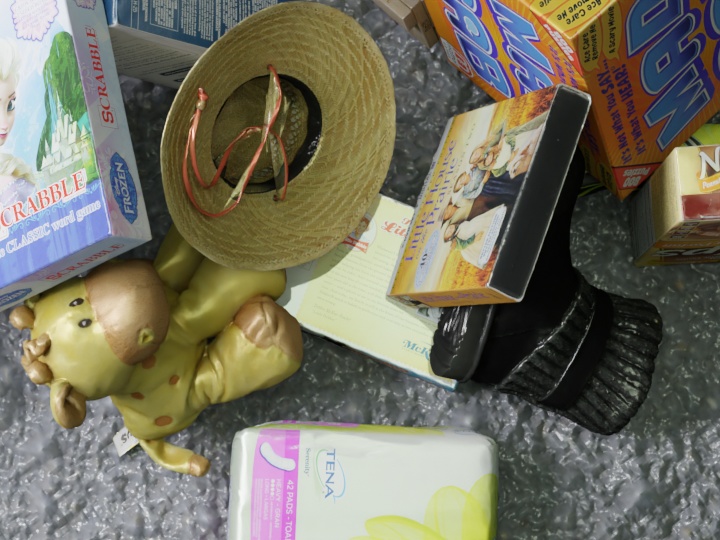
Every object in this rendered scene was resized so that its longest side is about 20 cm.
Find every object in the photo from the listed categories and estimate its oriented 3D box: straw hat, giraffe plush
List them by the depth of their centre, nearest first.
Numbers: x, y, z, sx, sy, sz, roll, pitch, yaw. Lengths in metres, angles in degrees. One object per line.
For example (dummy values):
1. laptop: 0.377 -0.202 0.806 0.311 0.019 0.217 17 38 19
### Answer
1. giraffe plush: -0.162 0.042 1.342 0.172 0.162 0.201 41 101 35
2. straw hat: -0.078 -0.100 1.348 0.200 0.085 0.203 -13 111 -36

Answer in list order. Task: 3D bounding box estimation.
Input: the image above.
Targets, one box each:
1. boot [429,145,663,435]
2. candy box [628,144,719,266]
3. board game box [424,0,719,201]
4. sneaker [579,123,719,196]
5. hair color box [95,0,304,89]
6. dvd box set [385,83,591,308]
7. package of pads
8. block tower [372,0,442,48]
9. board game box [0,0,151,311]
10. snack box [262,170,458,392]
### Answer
1. boot: 0.155 0.007 1.380 0.156 0.080 0.213 17 111 -15
2. candy box: 0.264 -0.046 1.366 0.114 0.200 0.056 -3 81 -1
3. board game box: 0.171 -0.219 1.352 0.200 0.200 0.200 -42 57 -8
4. sneaker: 0.206 -0.099 1.436 0.198 0.075 0.077 -3 83 -3
5. hair color box: -0.134 -0.175 1.371 0.099 0.199 0.061 -7 79 40
6. dvd box set: 0.085 -0.047 1.327 0.029 0.200 0.148 23 82 -16
7. package of pads: 0.001 0.188 1.396 0.198 0.068 0.156 3 83 -1
8. block tower: 0.094 -0.257 1.457 0.200 0.058 0.054 -43 56 -7
9. board game box: -0.242 -0.082 1.288 0.199 0.041 0.201 -24 72 32
10. snack box: 0.000 0.000 1.437 0.198 0.037 0.117 22 83 2
